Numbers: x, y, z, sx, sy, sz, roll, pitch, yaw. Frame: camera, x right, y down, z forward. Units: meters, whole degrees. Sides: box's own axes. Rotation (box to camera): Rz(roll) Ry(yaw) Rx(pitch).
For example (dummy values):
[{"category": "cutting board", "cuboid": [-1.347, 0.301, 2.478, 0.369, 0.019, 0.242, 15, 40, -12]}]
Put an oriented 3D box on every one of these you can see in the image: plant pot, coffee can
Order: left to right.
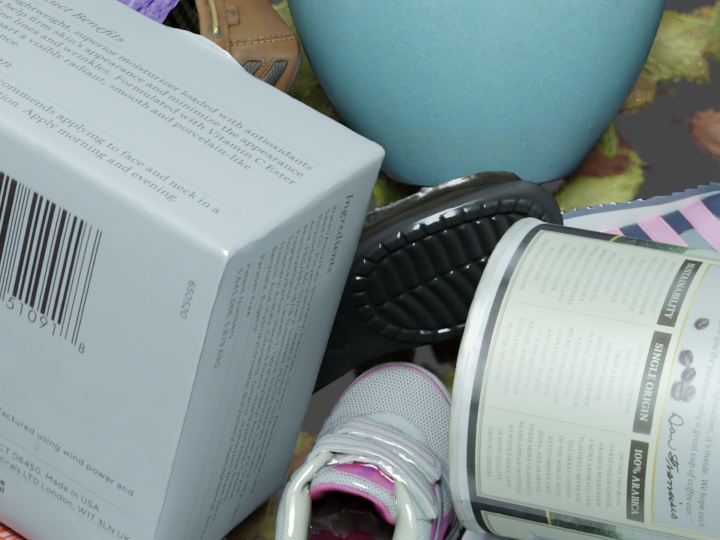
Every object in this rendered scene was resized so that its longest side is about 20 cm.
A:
[{"category": "plant pot", "cuboid": [0.058, -0.113, 1.261, 0.199, 0.200, 0.136, -2, 100, 0]}, {"category": "coffee can", "cuboid": [0.155, 0.064, 1.133, 0.199, 0.147, 0.147, 10, 65, 20]}]

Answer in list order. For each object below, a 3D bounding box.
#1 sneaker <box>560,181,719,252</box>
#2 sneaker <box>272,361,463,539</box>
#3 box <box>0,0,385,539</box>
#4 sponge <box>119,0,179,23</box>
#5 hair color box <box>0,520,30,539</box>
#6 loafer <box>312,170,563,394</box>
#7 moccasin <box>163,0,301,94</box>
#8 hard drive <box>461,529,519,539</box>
[{"category": "sneaker", "cuboid": [0.164, 0.003, 1.231, 0.199, 0.070, 0.083, -12, 80, 28]}, {"category": "sneaker", "cuboid": [0.006, 0.109, 1.180, 0.081, 0.089, 0.201, 11, 45, 5]}, {"category": "box", "cuboid": [-0.121, 0.003, 1.134, 0.198, 0.201, 0.131, 30, 35, 19]}, {"category": "sponge", "cuboid": [-0.178, -0.141, 1.284, 0.200, 0.030, 0.112, 36, 91, 40]}, {"category": "hair color box", "cuboid": [-0.211, 0.143, 1.171, 0.199, 0.064, 0.111, 30, 100, 12]}, {"category": "loafer", "cuboid": [0.000, 0.000, 1.231, 0.199, 0.073, 0.071, -24, 36, 7]}, {"category": "moccasin", "cuboid": [-0.106, -0.143, 1.295, 0.077, 0.074, 0.202, 12, 32, -39]}, {"category": "hard drive", "cuboid": [0.107, 0.200, 1.126, 0.199, 0.027, 0.132, 15, 75, 37]}]
